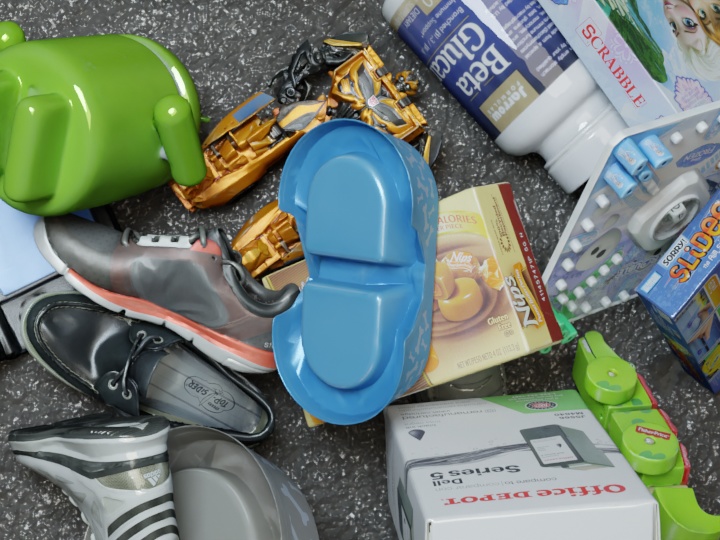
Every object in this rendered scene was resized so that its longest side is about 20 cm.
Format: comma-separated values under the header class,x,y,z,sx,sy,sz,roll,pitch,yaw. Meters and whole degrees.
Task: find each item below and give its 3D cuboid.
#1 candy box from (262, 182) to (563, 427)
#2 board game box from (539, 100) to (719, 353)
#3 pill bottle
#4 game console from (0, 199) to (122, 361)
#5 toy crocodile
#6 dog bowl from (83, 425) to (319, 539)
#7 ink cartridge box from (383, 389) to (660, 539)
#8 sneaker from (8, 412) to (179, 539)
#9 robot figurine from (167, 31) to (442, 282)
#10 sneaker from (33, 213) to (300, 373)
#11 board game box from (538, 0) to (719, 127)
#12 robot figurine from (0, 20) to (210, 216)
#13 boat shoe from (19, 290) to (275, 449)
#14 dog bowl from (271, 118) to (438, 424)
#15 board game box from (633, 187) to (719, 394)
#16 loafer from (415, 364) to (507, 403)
class,x,y,z,sx,sy,sz,roll,pitch,yaw
candy box,0.032,0.027,0.975,0.199,0.055,0.117,-22,83,36
board game box,0.218,-0.036,0.959,0.199,0.201,0.026,-18,56,-30
pill bottle,0.119,-0.158,1.033,0.111,0.111,0.200,-42,88,-8
game console,-0.274,-0.041,0.986,0.175,0.116,0.202,-26,86,-7
toy crocodile,0.196,0.118,0.979,0.061,0.201,0.068,-4,124,-11
dog bowl,-0.109,0.210,0.947,0.199,0.058,0.202,-16,64,36
ink cartridge box,0.099,0.154,0.910,0.144,0.200,0.085,-4,105,-6
sneaker,-0.182,0.159,0.938,0.075,0.200,0.117,-9,91,-32
robot figurine,-0.035,-0.086,1.033,0.199,0.058,0.145,-38,88,-1
sneaker,-0.130,-0.006,0.978,0.199,0.077,0.082,27,108,-8
board game box,0.225,-0.190,1.027,0.200,0.041,0.200,-34,87,-45
robot figurine,-0.190,-0.103,0.962,0.174,0.200,0.117,22,111,22
boat shoe,-0.144,0.073,0.980,0.199,0.066,0.075,35,77,-19
dog bowl,0.000,0.000,0.930,0.111,0.049,0.202,8,99,36
board game box,0.267,0.003,0.978,0.034,0.200,0.136,40,89,29
loafer,0.071,0.067,1.022,0.069,0.070,0.202,-14,88,-6
